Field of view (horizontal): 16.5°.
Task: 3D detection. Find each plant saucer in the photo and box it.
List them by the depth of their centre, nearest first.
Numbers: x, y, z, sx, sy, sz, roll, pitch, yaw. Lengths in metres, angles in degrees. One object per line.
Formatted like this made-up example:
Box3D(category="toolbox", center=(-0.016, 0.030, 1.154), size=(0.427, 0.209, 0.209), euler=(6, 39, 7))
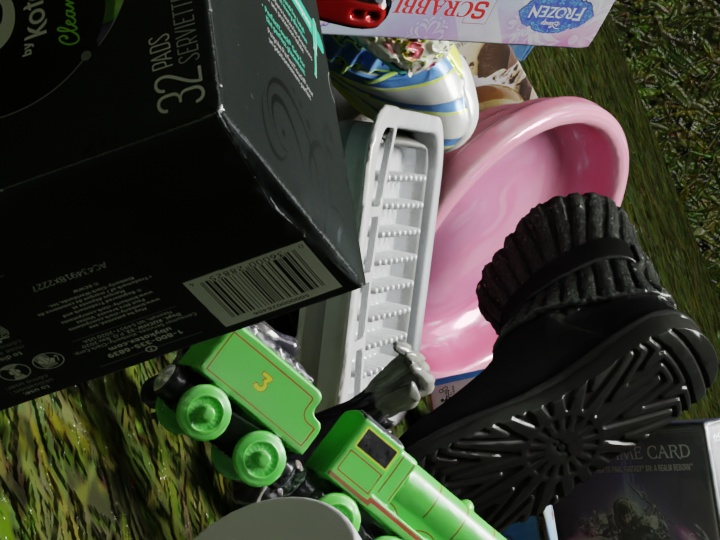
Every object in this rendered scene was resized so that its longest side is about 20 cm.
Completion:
Box3D(category="plant saucer", center=(0.075, -0.024, 1.481), size=(0.051, 0.201, 0.201), euler=(39, -6, 30))

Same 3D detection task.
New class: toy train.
Box3D(category="toy train", center=(0.001, 0.092, 1.002), size=(0.200, 0.056, 0.042), euler=(41, -12, -18))

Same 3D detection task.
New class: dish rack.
Box3D(category="dish rack", center=(0.000, 0.000, 1.286), size=(0.200, 0.044, 0.172), euler=(-7, 104, -77))

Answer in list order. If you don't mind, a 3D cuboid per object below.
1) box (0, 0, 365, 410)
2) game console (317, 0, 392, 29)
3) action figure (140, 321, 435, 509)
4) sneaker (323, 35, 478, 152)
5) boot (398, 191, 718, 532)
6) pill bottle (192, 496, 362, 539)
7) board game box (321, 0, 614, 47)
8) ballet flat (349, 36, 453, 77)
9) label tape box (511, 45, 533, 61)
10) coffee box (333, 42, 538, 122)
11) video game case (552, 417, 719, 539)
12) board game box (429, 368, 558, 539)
Box3D(category="box", center=(-0.098, -0.081, 0.833), size=(0.124, 0.148, 0.200), euler=(52, 24, -55))
Box3D(category="game console", center=(-0.074, -0.185, 1.093), size=(0.200, 0.177, 0.031), euler=(-92, -156, -50))
Box3D(category="action figure", center=(-0.017, 0.081, 1.076), size=(0.119, 0.102, 0.200), euler=(-94, 158, -52))
Box3D(category="sneaker", center=(-0.023, -0.131, 1.356), size=(0.200, 0.076, 0.105), euler=(48, 37, -2))
Box3D(category="boot", center=(0.085, 0.054, 1.395), size=(0.079, 0.211, 0.158), euler=(65, -5, -38))
Box3D(category="pill bottle", center=(-0.002, 0.184, 0.966), size=(0.111, 0.111, 0.200), euler=(-92, 160, -51))
Box3D(category="board game box", center=(-0.005, -0.185, 1.199), size=(0.199, 0.041, 0.200), euler=(0, 41, -39))
Box3D(category="ballet flat", center=(-0.023, -0.178, 1.285), size=(0.200, 0.064, 0.076), euler=(32, 38, -21))
Box3D(category="label tape box", center=(0.045, -0.223, 1.491), size=(0.200, 0.063, 0.144), euler=(35, -14, -1))
Box3D(category="coffee box", center=(0.048, -0.092, 1.519), size=(0.080, 0.113, 0.200), euler=(52, -1, 36))
Box3D(category="video game case", center=(0.167, 0.185, 1.393), size=(0.019, 0.143, 0.200), euler=(-9, 90, -35))
Box3D(category="board game box", center=(0.107, 0.177, 1.534), size=(0.200, 0.056, 0.196), euler=(42, 38, -66))
